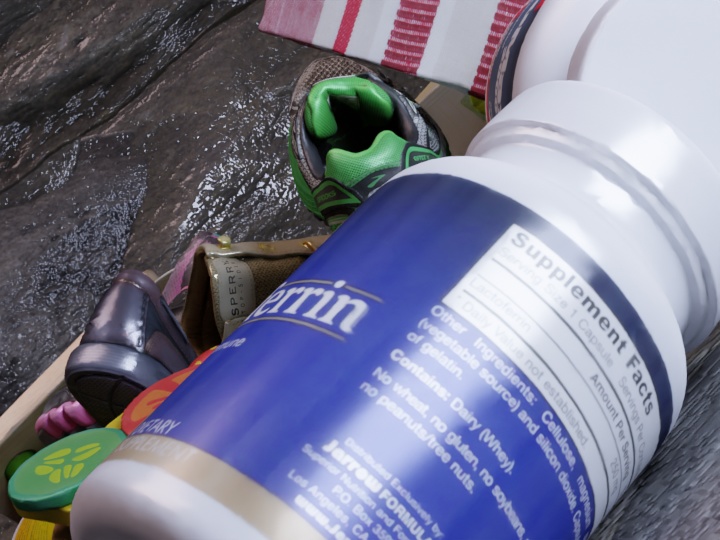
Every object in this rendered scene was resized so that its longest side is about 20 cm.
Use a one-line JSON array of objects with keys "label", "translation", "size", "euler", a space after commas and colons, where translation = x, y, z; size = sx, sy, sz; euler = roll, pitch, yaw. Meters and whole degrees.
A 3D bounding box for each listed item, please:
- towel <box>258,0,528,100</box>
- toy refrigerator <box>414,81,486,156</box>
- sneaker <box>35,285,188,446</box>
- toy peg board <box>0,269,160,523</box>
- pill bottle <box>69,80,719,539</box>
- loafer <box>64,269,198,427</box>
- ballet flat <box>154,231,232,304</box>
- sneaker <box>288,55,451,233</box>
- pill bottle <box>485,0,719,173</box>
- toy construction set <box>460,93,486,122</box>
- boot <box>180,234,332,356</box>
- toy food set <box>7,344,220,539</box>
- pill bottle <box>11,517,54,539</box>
[{"label": "towel", "translation": [0.053, -0.155, 0.813], "size": [0.023, 0.200, 0.145], "euler": [9, -80, -58]}, {"label": "toy refrigerator", "translation": [0.082, -0.097, 1.024], "size": [0.070, 0.076, 0.200], "euler": [-41, 6, 26]}, {"label": "sneaker", "translation": [-0.109, 0.054, 1.057], "size": [0.200, 0.079, 0.096], "euler": [-25, 42, 25]}, {"label": "toy peg board", "translation": [-0.155, 0.136, 1.286], "size": [0.200, 0.098, 0.199], "euler": [-46, -32, -4]}, {"label": "pill bottle", "translation": [0.022, 0.040, 0.510], "size": [0.200, 0.116, 0.116], "euler": [-45, 4, -29]}, {"label": "loafer", "translation": [-0.091, 0.070, 0.912], "size": [0.200, 0.072, 0.063], "euler": [66, -148, -58]}, {"label": "ballet flat", "translation": [-0.129, 0.057, 1.147], "size": [0.069, 0.071, 0.200], "euler": [5, -51, -45]}, {"label": "sneaker", "translation": [0.004, -0.063, 0.819], "size": [0.078, 0.085, 0.200], "euler": [-21, 27, -3]}, {"label": "pill bottle", "translation": [0.112, -0.064, 0.658], "size": [0.120, 0.120, 0.200], "euler": [-43, 4, 3]}, {"label": "toy construction set", "translation": [0.142, -0.122, 0.825], "size": [0.200, 0.131, 0.092], "euler": [-45, -8, 24]}, {"label": "boot", "translation": [0.000, 0.000, 0.897], "size": [0.155, 0.073, 0.200], "euler": [-2, -21, -25]}, {"label": "toy food set", "translation": [-0.036, 0.074, 0.709], "size": [0.200, 0.049, 0.198], "euler": [2, 30, 43]}, {"label": "pill bottle", "translation": [-0.113, 0.142, 0.872], "size": [0.104, 0.104, 0.200], "euler": [-46, 5, -32]}]
